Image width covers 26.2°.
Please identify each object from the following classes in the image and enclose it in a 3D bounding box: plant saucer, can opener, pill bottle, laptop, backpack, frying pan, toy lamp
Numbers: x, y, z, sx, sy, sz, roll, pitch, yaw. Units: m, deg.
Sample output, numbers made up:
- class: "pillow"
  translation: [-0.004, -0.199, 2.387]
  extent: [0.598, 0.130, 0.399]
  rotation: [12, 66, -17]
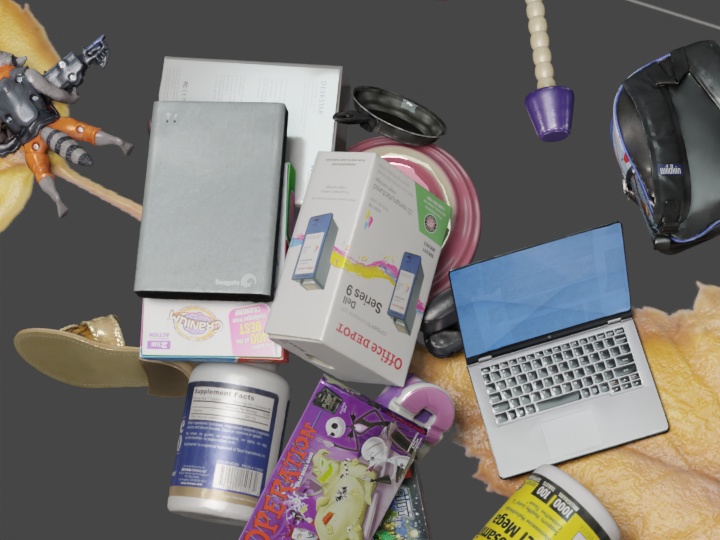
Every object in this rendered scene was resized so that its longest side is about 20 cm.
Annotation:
- class: "plant saucer"
  translation: [0.032, -0.057, 1.691]
  extent: [0.197, 0.051, 0.203]
  rotation: [-2, 74, 8]
- class: "can opener"
  translation: [0.151, 0.030, 1.645]
  extent: [0.198, 0.079, 0.064]
  rotation: [-26, 80, -12]
- class: "pill bottle"
  translation: [0.156, 0.300, 1.529]
  extent: [0.112, 0.113, 0.200]
  rotation: [40, 76, 17]
- class: "laptop"
  translation: [0.204, 0.084, 1.583]
  extent: [0.185, 0.116, 0.202]
  rotation: [-16, 73, -1]
- class: "backpack"
  translation: [0.352, -0.130, 1.609]
  extent: [0.198, 0.154, 0.193]
  rotation: [-22, 80, -4]
- class: "frying pan"
  translation: [0.034, -0.155, 1.663]
  extent: [0.114, 0.190, 0.031]
  rotation: [25, 114, 1]
- class: "pill bottle"
  translation: [-0.133, 0.161, 1.624]
  extent: [0.109, 0.111, 0.203]
  rotation: [6, 76, 10]
- class: "toy lamp"
  translation: [0.202, -0.241, 1.712]
  extent: [0.057, 0.058, 0.203]
  rotation: [-8, 75, 7]

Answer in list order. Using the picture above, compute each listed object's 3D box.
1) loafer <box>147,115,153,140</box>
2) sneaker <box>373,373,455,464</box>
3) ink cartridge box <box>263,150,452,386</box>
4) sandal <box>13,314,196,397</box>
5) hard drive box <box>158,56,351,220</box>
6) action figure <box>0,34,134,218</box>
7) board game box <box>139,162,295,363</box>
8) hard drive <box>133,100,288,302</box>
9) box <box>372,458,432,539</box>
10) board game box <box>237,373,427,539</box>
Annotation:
- class: "loafer"
  translation: [-0.145, -0.145, 1.735]
  extent: [0.197, 0.063, 0.073]
  rotation: [4, 73, 10]
- class: "sneaker"
  translation: [0.020, 0.188, 1.617]
  extent: [0.080, 0.089, 0.201]
  rotation: [30, 102, -25]
- class: "ink cartridge box"
  translation: [0.000, 0.000, 1.566]
  extent: [0.087, 0.145, 0.202]
  rotation: [6, 72, 41]
- class: "sandal"
  translation: [-0.270, 0.084, 1.700]
  extent: [0.209, 0.078, 0.070]
  rotation: [10, 43, 14]
- class: "hard drive box"
  translation: [-0.117, -0.140, 1.663]
  extent: [0.197, 0.077, 0.158]
  rotation: [5, 79, 9]
- class: "action figure"
  translation: [-0.349, -0.188, 1.762]
  extent: [0.193, 0.105, 0.200]
  rotation: [42, 86, 7]
- class: "board game box"
  translation: [-0.145, -0.008, 1.584]
  extent: [0.151, 0.040, 0.203]
  rotation: [1, 82, 8]
- class: "hard drive"
  translation: [-0.148, -0.070, 1.550]
  extent: [0.137, 0.033, 0.203]
  rotation: [1, 74, 8]
- class: "box"
  translation: [0.005, 0.278, 1.564]
  extent: [0.135, 0.038, 0.203]
  rotation: [-10, 100, 7]
- class: "board game box"
  translation: [-0.030, 0.217, 1.522]
  extent: [0.119, 0.032, 0.202]
  rotation: [28, 103, 4]
